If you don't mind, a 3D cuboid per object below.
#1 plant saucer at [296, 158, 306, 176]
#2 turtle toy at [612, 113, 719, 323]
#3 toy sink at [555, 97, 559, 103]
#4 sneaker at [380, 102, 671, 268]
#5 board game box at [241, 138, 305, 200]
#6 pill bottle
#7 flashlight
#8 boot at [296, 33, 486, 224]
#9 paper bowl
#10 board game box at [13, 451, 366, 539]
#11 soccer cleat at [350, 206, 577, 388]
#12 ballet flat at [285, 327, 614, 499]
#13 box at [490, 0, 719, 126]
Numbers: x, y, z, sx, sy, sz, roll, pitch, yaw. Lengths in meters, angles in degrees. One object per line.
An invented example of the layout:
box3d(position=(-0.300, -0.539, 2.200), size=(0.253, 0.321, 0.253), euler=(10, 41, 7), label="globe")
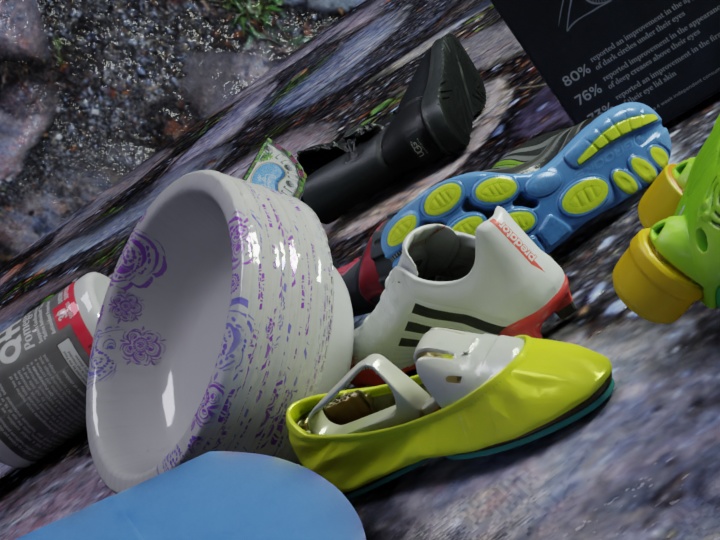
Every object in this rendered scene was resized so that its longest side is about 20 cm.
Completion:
box3d(position=(-0.151, -0.016, 1.704), size=(0.199, 0.048, 0.200), euler=(-23, 19, 45), label="plant saucer")
box3d(position=(0.200, -0.043, 0.779), size=(0.146, 0.101, 0.200), euler=(-55, -1, 30), label="turtle toy")
box3d(position=(0.223, -0.232, 1.369), size=(0.199, 0.112, 0.130), euler=(-37, 13, -6), label="toy sink")
box3d(position=(0.104, -0.042, 1.096), size=(0.199, 0.071, 0.083), euler=(-27, 0, -16), label="sneaker")
box3d(position=(-0.089, 0.006, 1.218), size=(0.200, 0.061, 0.200), euler=(-56, 6, 39), label="board game box")
box3d(position=(-0.277, 0.098, 1.481), size=(0.199, 0.111, 0.111), euler=(-34, 13, 9), label="pill bottle")
box3d(position=(0.000, 0.000, 1.222), size=(0.067, 0.068, 0.200), euler=(-23, 5, -30), label="flashlight")
box3d(position=(0.024, -0.130, 1.596), size=(0.167, 0.077, 0.200), euler=(-26, 22, 22), label="boot")
box3d(position=(-0.080, 0.048, 1.051), size=(0.200, 0.104, 0.202), euler=(-31, 51, 48), label="paper bowl")
box3d(position=(-0.093, 0.166, 0.862), size=(0.199, 0.039, 0.158), euler=(-23, 33, -20), label="board game box")
box3d(position=(0.039, 0.017, 1.017), size=(0.199, 0.085, 0.069), euler=(-19, 21, 51), label="soccer cleat")
box3d(position=(0.035, 0.066, 0.892), size=(0.199, 0.067, 0.067), euler=(-24, 16, 40), label="ballet flat")
box3d(position=(0.176, -0.204, 1.194), size=(0.147, 0.201, 0.104), euler=(-30, 14, 23), label="box")
